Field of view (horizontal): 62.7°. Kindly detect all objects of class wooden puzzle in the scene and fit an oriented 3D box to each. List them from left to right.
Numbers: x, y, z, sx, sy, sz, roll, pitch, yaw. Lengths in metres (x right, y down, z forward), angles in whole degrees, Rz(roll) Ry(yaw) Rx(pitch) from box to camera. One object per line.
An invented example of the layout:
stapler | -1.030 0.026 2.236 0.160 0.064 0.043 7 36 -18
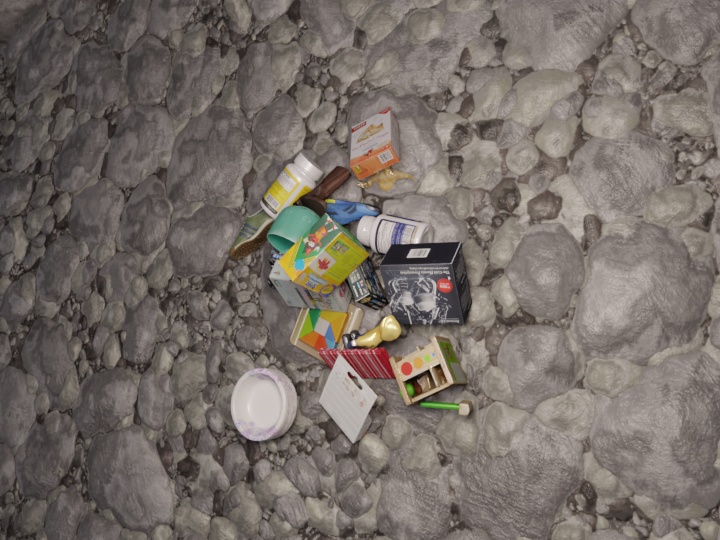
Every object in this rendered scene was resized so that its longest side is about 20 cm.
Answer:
wooden puzzle | -0.103 0.164 1.717 0.197 0.037 0.189 23 92 28

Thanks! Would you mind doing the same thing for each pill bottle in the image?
pill bottle | -0.206 -0.249 1.798 0.114 0.114 0.201 45 102 26
pill bottle | 0.092 -0.093 1.620 0.196 0.111 0.114 15 88 28

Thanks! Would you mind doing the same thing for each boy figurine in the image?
boy figurine | 0.030 0.173 1.578 0.199 0.123 0.066 -29 81 50

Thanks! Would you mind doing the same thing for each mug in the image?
mug | -0.154 -0.099 1.628 0.182 0.153 0.116 26 71 7

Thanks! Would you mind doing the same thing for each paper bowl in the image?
paper bowl | -0.273 0.390 1.727 0.196 0.104 0.206 -5 79 27

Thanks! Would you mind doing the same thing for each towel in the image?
towel | -0.001 0.251 1.599 0.195 0.146 0.023 -4 50 26

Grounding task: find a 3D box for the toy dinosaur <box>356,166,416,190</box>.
toy dinosaur | 0.081 -0.284 1.702 0.196 0.058 0.104 -4 94 33

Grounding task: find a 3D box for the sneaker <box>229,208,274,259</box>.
sneaker | -0.346 -0.127 1.881 0.199 0.067 0.091 -37 60 17

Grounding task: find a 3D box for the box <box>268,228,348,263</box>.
box | -0.148 -0.070 1.724 0.196 0.050 0.161 18 75 11

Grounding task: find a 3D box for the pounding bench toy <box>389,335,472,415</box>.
pounding bench toy | 0.180 0.294 1.500 0.154 0.124 0.204 -29 70 20

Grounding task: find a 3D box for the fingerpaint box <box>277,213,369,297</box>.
fingerpaint box | -0.087 -0.033 1.468 0.167 0.200 0.074 -44 65 7

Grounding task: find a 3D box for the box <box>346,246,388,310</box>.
box | 0.000 0.000 1.623 0.045 0.159 0.204 -27 70 14

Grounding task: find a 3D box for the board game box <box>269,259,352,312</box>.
board game box | -0.139 0.045 1.667 0.195 0.149 0.065 7 58 23

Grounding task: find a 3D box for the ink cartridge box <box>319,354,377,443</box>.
ink cartridge box | -0.026 0.340 1.594 0.162 0.050 0.203 44 128 27

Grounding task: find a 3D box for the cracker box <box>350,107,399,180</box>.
cracker box | 0.040 -0.361 1.673 0.132 0.058 0.203 -22 41 22

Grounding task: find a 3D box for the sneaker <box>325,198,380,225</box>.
sneaker | -0.030 -0.164 1.726 0.196 0.066 0.081 9 94 29

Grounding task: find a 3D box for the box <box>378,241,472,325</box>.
box | 0.170 0.035 1.511 0.195 0.105 0.185 -1 122 27

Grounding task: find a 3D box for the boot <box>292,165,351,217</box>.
boot | -0.085 -0.236 1.693 0.199 0.065 0.185 -40 27 -22

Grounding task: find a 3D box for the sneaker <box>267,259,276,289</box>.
sneaker | -0.226 -0.040 1.775 0.075 0.086 0.205 1 80 55
